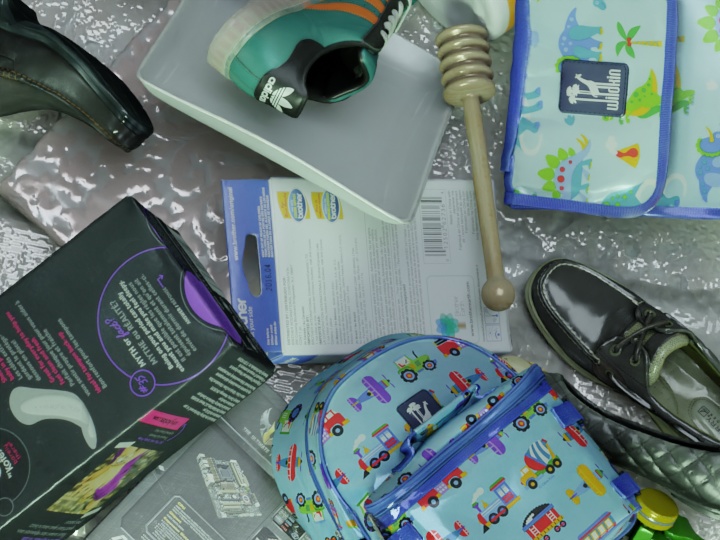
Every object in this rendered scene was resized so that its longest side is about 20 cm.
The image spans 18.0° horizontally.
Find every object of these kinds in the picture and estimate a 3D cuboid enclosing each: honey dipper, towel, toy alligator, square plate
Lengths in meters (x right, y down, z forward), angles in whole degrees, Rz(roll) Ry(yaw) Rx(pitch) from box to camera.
[{"bbox_3d":[0.081,-0.067,1.517,0.038,0.038,0.201,-4,69,-12],"label":"honey dipper"},{"bbox_3d":[-0.112,-0.060,1.527,0.191,0.032,0.200,40,70,4],"label":"towel"},{"bbox_3d":[0.193,0.172,1.507,0.199,0.060,0.054,25,29,-2],"label":"toy alligator"},{"bbox_3d":[-0.038,-0.123,1.514,0.199,0.029,0.199,28,37,-5],"label":"square plate"}]

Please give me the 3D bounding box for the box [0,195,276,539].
[{"bbox_3d":[-0.172,0.069,1.400,0.200,0.106,0.123,-37,73,3],"label":"box"}]

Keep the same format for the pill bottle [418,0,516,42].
[{"bbox_3d":[0.125,-0.260,1.589,0.200,0.112,0.112,-42,85,-18],"label":"pill bottle"}]

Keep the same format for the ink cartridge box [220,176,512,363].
[{"bbox_3d":[0.000,0.000,1.503,0.199,0.042,0.120,0,78,-26],"label":"ink cartridge box"}]

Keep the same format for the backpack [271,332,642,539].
[{"bbox_3d":[0.051,0.124,1.403,0.182,0.135,0.200,-32,78,-22],"label":"backpack"}]

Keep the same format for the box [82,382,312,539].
[{"bbox_3d":[-0.055,0.188,1.455,0.200,0.048,0.158,43,69,3],"label":"box"}]

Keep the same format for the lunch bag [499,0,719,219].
[{"bbox_3d":[0.197,-0.121,1.534,0.198,0.127,0.171,3,94,-8],"label":"lunch bag"}]

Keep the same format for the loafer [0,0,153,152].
[{"bbox_3d":[-0.217,-0.128,1.495,0.200,0.073,0.072,38,90,28],"label":"loafer"}]

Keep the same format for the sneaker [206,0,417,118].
[{"bbox_3d":[-0.010,-0.152,1.490,0.080,0.072,0.200,44,46,14],"label":"sneaker"}]

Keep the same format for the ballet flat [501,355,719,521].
[{"bbox_3d":[0.178,0.102,1.501,0.199,0.066,0.057,26,100,14],"label":"ballet flat"}]

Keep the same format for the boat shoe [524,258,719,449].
[{"bbox_3d":[0.199,0.059,1.532,0.201,0.066,0.072,43,71,3],"label":"boat shoe"}]
